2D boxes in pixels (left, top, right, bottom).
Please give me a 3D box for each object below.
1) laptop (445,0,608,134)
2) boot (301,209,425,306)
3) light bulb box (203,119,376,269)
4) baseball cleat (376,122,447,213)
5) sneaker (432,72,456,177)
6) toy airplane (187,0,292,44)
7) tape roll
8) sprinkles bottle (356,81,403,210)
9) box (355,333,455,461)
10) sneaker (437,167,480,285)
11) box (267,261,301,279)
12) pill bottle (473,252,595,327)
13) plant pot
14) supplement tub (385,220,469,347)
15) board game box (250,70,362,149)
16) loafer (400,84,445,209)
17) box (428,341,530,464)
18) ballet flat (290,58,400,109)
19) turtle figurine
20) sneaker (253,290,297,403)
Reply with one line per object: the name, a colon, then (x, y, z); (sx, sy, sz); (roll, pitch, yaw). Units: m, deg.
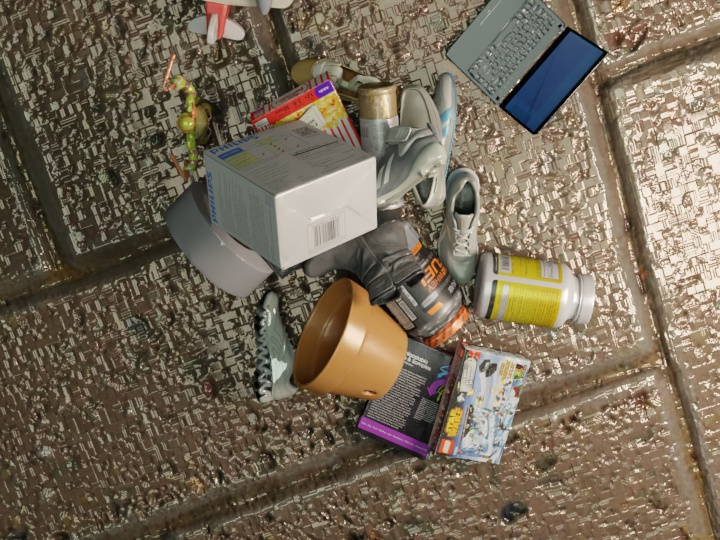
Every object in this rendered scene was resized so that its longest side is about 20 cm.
laptop: (0.271, -0.359, 1.541); (0.199, 0.103, 0.178); (42, 99, -6)
boot: (0.000, 0.000, 1.511); (0.198, 0.069, 0.134); (-29, 70, 23)
light bulb box: (-0.108, -0.124, 1.437); (0.196, 0.199, 0.127); (-24, 128, -33)
baseball cleat: (0.048, -0.163, 1.493); (0.198, 0.069, 0.108); (-31, 74, 24)
sneaker: (0.121, -0.237, 1.584); (0.079, 0.077, 0.205); (11, 98, 5)
toy airplane: (-0.235, -0.471, 1.517); (0.198, 0.141, 0.201); (-34, 98, 7)
tape roll: (-0.234, -0.052, 1.564); (0.066, 0.201, 0.200); (-42, 97, 12)
sprinkles bottle: (0.034, -0.205, 1.541); (0.066, 0.068, 0.205); (-4, 109, 3)
box: (0.092, 0.226, 1.690); (0.140, 0.036, 0.204); (23, 102, -4)
sneaker: (0.172, -0.071, 1.603); (0.074, 0.092, 0.205); (-1, 101, 2)
box: (-0.166, -0.092, 1.600); (0.060, 0.117, 0.201); (-35, 99, 10)
pill bottle: (0.299, 0.037, 1.609); (0.195, 0.113, 0.115); (8, 101, 1)
plant pot: (-0.010, 0.133, 1.609); (0.138, 0.200, 0.203); (26, 101, -21)
supplement tub: (0.092, 0.025, 1.608); (0.122, 0.123, 0.201); (-39, 98, 8)
board game box: (-0.075, -0.210, 1.576); (0.149, 0.047, 0.202); (-27, 120, 6)
loafer: (0.100, -0.203, 1.526); (0.068, 0.070, 0.205); (-11, 95, 22)
box: (0.212, 0.239, 1.667); (0.134, 0.040, 0.204); (12, 101, -20)
ballet flat: (-0.021, -0.322, 1.574); (0.196, 0.063, 0.070); (17, 74, -4)
turtle figurine: (-0.277, -0.256, 1.548); (0.063, 0.161, 0.205); (-6, 100, 3)
sneaker: (-0.151, 0.135, 1.670); (0.079, 0.075, 0.205); (-2, 103, -12)
